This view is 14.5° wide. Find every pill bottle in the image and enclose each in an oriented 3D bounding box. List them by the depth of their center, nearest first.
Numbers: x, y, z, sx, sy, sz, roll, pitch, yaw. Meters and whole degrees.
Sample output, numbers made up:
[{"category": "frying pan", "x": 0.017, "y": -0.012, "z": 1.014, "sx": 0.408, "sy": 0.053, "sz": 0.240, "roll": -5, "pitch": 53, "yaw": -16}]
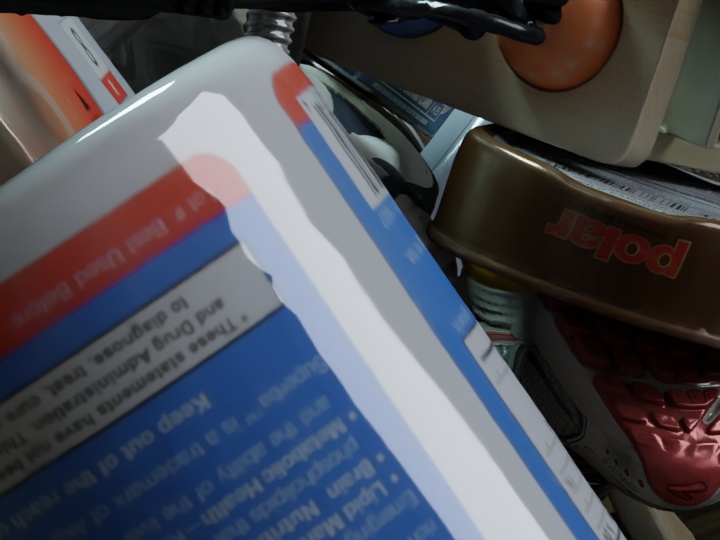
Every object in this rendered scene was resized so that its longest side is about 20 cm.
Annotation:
[{"category": "pill bottle", "x": -0.006, "y": 0.069, "z": 0.498, "sx": 0.200, "sy": 0.112, "sz": 0.112, "roll": 56, "pitch": 8, "yaw": -3}]

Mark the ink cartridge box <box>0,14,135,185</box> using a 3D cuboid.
[{"category": "ink cartridge box", "x": -0.125, "y": -0.089, "z": 0.653, "sx": 0.200, "sy": 0.050, "sz": 0.162, "roll": 58, "pitch": 7, "yaw": -9}]

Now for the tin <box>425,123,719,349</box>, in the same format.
[{"category": "tin", "x": 0.087, "y": -0.013, "z": 0.856, "sx": 0.112, "sy": 0.042, "sz": 0.200, "roll": 23, "pitch": 8, "yaw": 9}]

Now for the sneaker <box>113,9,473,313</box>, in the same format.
[{"category": "sneaker", "x": 0.000, "y": 0.000, "z": 0.912, "sx": 0.199, "sy": 0.079, "sz": 0.130, "roll": 49, "pitch": 12, "yaw": 29}]

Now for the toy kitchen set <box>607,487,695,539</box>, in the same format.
[{"category": "toy kitchen set", "x": 0.103, "y": 0.105, "z": 0.808, "sx": 0.180, "sy": 0.163, "sz": 0.200, "roll": 48, "pitch": 11, "yaw": -44}]

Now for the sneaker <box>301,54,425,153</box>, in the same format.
[{"category": "sneaker", "x": -0.002, "y": -0.011, "z": 1.078, "sx": 0.200, "sy": 0.073, "sz": 0.085, "roll": 43, "pitch": -20, "yaw": -30}]

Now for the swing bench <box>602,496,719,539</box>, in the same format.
[{"category": "swing bench", "x": 0.179, "y": 0.111, "z": 0.967, "sx": 0.130, "sy": 0.199, "sz": 0.200, "roll": 46, "pitch": 27, "yaw": -52}]

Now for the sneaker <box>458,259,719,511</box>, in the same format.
[{"category": "sneaker", "x": 0.072, "y": 0.043, "z": 0.873, "sx": 0.078, "sy": 0.082, "sz": 0.200, "roll": 14, "pitch": 8, "yaw": -13}]

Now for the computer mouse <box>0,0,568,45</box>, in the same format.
[{"category": "computer mouse", "x": -0.071, "y": -0.073, "z": 0.533, "sx": 0.140, "sy": 0.200, "sz": 0.046, "roll": -151, "pitch": -116, "yaw": -72}]

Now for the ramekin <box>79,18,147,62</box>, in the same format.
[{"category": "ramekin", "x": -0.106, "y": -0.160, "z": 0.842, "sx": 0.200, "sy": 0.105, "sz": 0.200, "roll": 54, "pitch": 8, "yaw": -11}]

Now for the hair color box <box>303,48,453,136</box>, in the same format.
[{"category": "hair color box", "x": -0.048, "y": -0.132, "z": 0.988, "sx": 0.200, "sy": 0.061, "sz": 0.100, "roll": 35, "pitch": 3, "yaw": 19}]

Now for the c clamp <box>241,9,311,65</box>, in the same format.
[{"category": "c clamp", "x": -0.025, "y": -0.051, "z": 0.779, "sx": 0.171, "sy": 0.027, "sz": 0.200, "roll": 93, "pitch": 8, "yaw": -79}]

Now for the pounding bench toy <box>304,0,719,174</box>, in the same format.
[{"category": "pounding bench toy", "x": 0.108, "y": -0.090, "z": 0.848, "sx": 0.200, "sy": 0.124, "sz": 0.156, "roll": 23, "pitch": 10, "yaw": 34}]

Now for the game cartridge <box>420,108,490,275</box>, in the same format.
[{"category": "game cartridge", "x": 0.075, "y": 0.034, "z": 1.061, "sx": 0.040, "sy": 0.133, "sz": 0.200, "roll": 14, "pitch": -31, "yaw": 52}]
